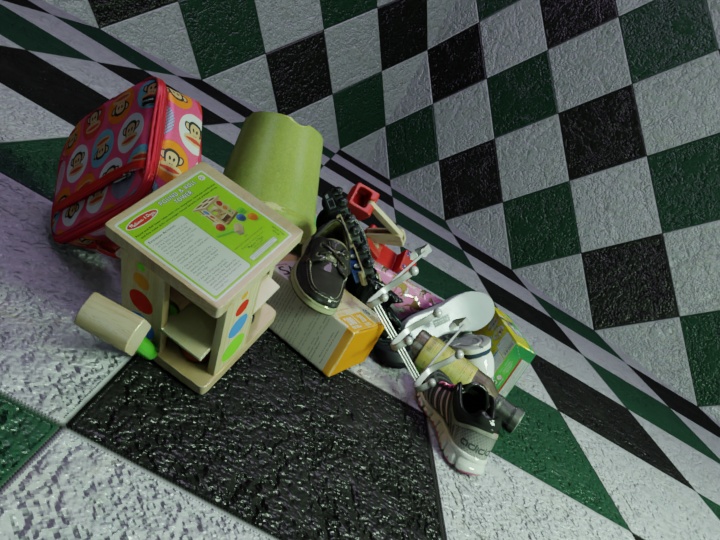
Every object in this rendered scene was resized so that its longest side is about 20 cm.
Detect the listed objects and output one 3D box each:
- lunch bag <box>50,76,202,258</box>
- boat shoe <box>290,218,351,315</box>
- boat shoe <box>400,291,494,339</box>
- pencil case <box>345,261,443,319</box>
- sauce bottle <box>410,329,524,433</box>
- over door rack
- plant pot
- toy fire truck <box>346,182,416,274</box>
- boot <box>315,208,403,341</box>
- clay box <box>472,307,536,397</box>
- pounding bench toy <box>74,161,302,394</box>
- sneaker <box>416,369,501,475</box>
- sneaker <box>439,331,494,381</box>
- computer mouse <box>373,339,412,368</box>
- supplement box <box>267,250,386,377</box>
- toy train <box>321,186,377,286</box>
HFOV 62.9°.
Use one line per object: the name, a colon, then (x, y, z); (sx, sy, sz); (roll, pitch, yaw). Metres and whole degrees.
lunch bag: (-0.260, -0.097, 0.649); (0.081, 0.197, 0.180); (24, 58, -49)
boat shoe: (-0.047, -0.015, 0.779); (0.072, 0.065, 0.201); (27, 23, -18)
boat shoe: (0.144, 0.082, 1.029); (0.197, 0.070, 0.056); (-14, 3, -25)
pencil case: (0.059, 0.048, 1.082); (0.198, 0.084, 0.087); (29, 2, -9)
sauce bottle: (0.160, 0.173, 0.911); (0.199, 0.065, 0.065); (36, 15, 17)
over door rack: (0.098, 0.057, 0.852); (0.149, 0.066, 0.200); (61, 34, -9)
plant pot: (-0.140, -0.137, 0.931); (0.197, 0.188, 0.200); (13, -9, 2)
toy fire truck: (0.036, -0.058, 1.065); (0.199, 0.049, 0.141); (35, -32, -16)
boot: (0.000, 0.000, 0.928); (0.203, 0.075, 0.168); (66, -4, -16)
clay box: (0.244, 0.146, 1.080); (0.047, 0.116, 0.200); (29, 15, -9)
pounding bench toy: (-0.171, 0.033, 0.543); (0.123, 0.157, 0.200); (33, 45, 8)
sneaker: (0.136, 0.179, 0.790); (0.073, 0.088, 0.200); (27, 15, -17)
sneaker: (0.179, 0.153, 1.030); (0.200, 0.075, 0.082); (-149, -139, -83)
computer mouse: (0.038, 0.111, 0.948); (0.057, 0.035, 0.200); (2, 16, -10)
supplement box: (-0.075, 0.048, 0.815); (0.199, 0.074, 0.126); (36, 14, 17)
toy train: (-0.022, -0.055, 0.893); (0.034, 0.045, 0.202); (75, -6, -50)
